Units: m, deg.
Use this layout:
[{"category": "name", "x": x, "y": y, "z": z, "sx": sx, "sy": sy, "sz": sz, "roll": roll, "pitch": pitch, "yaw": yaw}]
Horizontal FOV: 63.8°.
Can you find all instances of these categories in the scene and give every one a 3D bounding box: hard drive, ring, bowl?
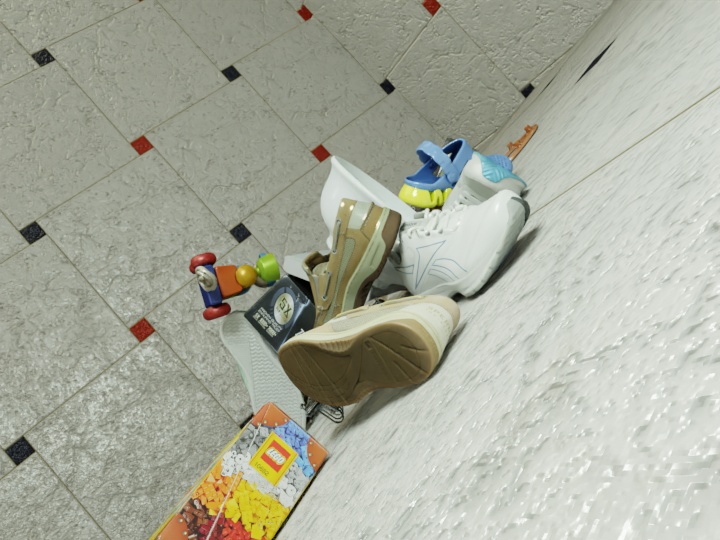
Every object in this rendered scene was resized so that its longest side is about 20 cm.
[{"category": "hard drive", "x": 0.000, "y": 0.000, "z": 0.817, "sx": 0.199, "sy": 0.131, "sz": 0.027, "roll": -13, "pitch": -61, "yaw": -63}, {"category": "ring", "x": 0.290, "y": -0.225, "z": 1.194, "sx": 0.201, "sy": 0.019, "sz": 0.200, "roll": -50, "pitch": -1, "yaw": -1}, {"category": "bowl", "x": 0.022, "y": -0.042, "z": 0.702, "sx": 0.091, "sy": 0.200, "sz": 0.201, "roll": -52, "pitch": 0, "yaw": 13}]

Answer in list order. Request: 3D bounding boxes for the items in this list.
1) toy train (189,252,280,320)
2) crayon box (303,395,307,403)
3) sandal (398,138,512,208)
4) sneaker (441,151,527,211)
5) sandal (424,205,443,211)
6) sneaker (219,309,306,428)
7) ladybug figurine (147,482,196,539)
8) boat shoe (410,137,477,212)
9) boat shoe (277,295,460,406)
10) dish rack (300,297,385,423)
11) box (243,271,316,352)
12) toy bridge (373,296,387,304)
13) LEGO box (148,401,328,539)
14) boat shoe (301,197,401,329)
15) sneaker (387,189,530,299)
[{"category": "toy train", "x": -0.157, "y": 0.008, "z": 0.762, "sx": 0.115, "sy": 0.086, "sz": 0.200, "roll": -17, "pitch": 0, "yaw": -19}, {"category": "crayon box", "x": -0.100, "y": 0.189, "z": 0.946, "sx": 0.200, "sy": 0.050, "sz": 0.128, "roll": -51, "pitch": -16, "yaw": -68}, {"category": "sandal", "x": 0.146, "y": -0.149, "z": 0.837, "sx": 0.198, "sy": 0.079, "sz": 0.088, "roll": -16, "pitch": -59, "yaw": -32}, {"category": "sneaker", "x": 0.146, "y": -0.085, "z": 0.714, "sx": 0.081, "sy": 0.076, "sz": 0.200, "roll": -56, "pitch": -7, "yaw": -1}, {"category": "sandal", "x": 0.132, "y": -0.085, "z": 0.858, "sx": 0.200, "sy": 0.081, "sz": 0.055, "roll": -42, "pitch": -28, "yaw": -33}, {"category": "sneaker", "x": -0.131, "y": 0.144, "z": 0.845, "sx": 0.073, "sy": 0.202, "sz": 0.118, "roll": -25, "pitch": 4, "yaw": 1}, {"category": "ladybug figurine", "x": -0.243, "y": 0.367, "z": 0.792, "sx": 0.136, "sy": 0.072, "sz": 0.200, "roll": -49, "pitch": 0, "yaw": 24}, {"category": "boat shoe", "x": 0.116, "y": -0.125, "z": 0.962, "sx": 0.201, "sy": 0.065, "sz": 0.073, "roll": -56, "pitch": -16, "yaw": 14}, {"category": "boat shoe", "x": 0.002, "y": 0.066, "z": 0.500, "sx": 0.199, "sy": 0.073, "sz": 0.065, "roll": -24, "pitch": 12, "yaw": 47}, {"category": "dish rack", "x": -0.002, "y": 0.100, "z": 0.641, "sx": 0.154, "sy": 0.054, "sz": 0.200, "roll": -51, "pitch": 2, "yaw": -2}, {"category": "box", "x": -0.063, "y": 0.079, "z": 0.855, "sx": 0.086, "sy": 0.164, "sz": 0.200, "roll": -42, "pitch": 1, "yaw": 9}, {"category": "toy bridge", "x": 0.040, "y": 0.041, "z": 1.110, "sx": 0.200, "sy": 0.027, "sz": 0.068, "roll": 87, "pitch": -171, "yaw": -72}, {"category": "LEGO box", "x": -0.133, "y": 0.235, "z": 0.561, "sx": 0.149, "sy": 0.077, "sz": 0.200, "roll": -50, "pitch": 0, "yaw": -40}, {"category": "boat shoe", "x": -0.026, "y": 0.005, "z": 0.603, "sx": 0.072, "sy": 0.075, "sz": 0.201, "roll": -74, "pitch": 7, "yaw": -53}, {"category": "sneaker", "x": 0.077, "y": -0.020, "z": 0.527, "sx": 0.075, "sy": 0.087, "sz": 0.200, "roll": -48, "pitch": 0, "yaw": -29}]
